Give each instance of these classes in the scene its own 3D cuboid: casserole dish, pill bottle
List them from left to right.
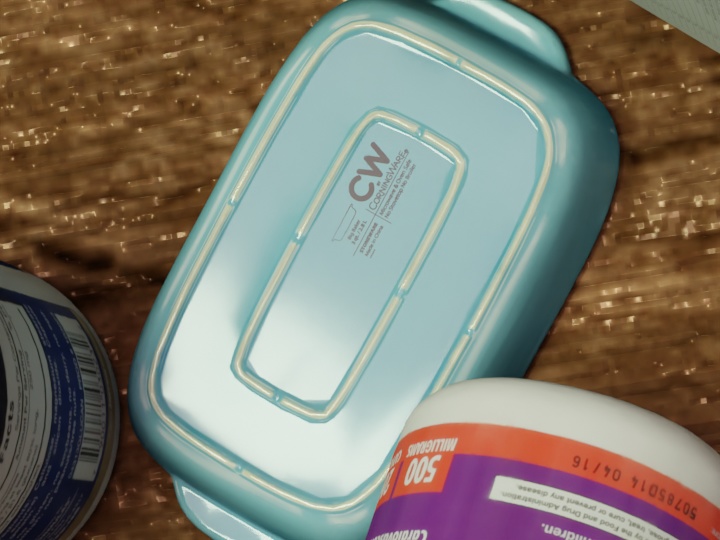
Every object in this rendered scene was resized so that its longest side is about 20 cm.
[{"bbox_3d":[-0.151,0.041,0.851,0.111,0.200,0.111,-1,83,12],"label":"pill bottle"},{"bbox_3d":[0.000,0.000,0.908,0.121,0.039,0.200,29,90,13],"label":"casserole dish"},{"bbox_3d":[0.039,0.139,0.819,0.112,0.113,0.200,14,66,13],"label":"pill bottle"}]

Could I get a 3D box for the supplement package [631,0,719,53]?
[{"bbox_3d":[0.133,-0.120,0.854,0.200,0.114,0.110,33,91,13],"label":"supplement package"}]
